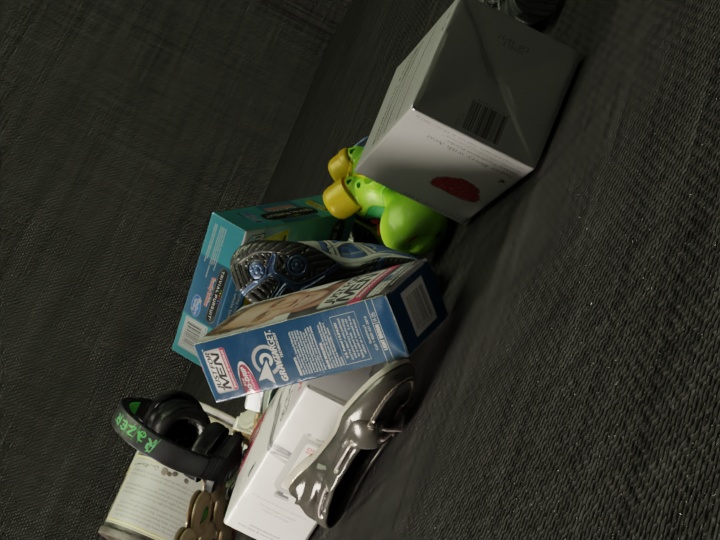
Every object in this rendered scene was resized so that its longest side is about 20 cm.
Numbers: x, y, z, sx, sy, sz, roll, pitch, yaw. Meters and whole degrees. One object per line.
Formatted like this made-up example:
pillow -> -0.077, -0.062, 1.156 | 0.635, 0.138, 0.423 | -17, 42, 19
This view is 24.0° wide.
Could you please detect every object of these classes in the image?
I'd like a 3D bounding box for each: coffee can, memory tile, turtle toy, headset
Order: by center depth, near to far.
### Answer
headset -> -0.171, 0.185, 1.711 | 0.200, 0.123, 0.094 | 17, -77, -52
turtle toy -> 0.045, -0.086, 1.713 | 0.146, 0.101, 0.200 | -36, 21, 20
memory tile -> -0.164, 0.311, 1.829 | 0.153, 0.017, 0.200 | -67, -20, -44
coffee can -> -0.234, 0.280, 2.212 | 0.200, 0.146, 0.146 | -66, 8, -15

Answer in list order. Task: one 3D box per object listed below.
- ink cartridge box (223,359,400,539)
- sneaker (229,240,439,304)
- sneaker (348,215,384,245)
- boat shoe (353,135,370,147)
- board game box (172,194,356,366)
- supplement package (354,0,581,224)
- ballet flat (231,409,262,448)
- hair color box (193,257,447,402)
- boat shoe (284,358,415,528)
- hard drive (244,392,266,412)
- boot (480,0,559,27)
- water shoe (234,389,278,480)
ink cartridge box -> -0.043, 0.149, 1.621 | 0.200, 0.083, 0.147 | -59, 8, 34
sneaker -> -0.024, 0.009, 1.597 | 0.077, 0.200, 0.076 | -51, -31, -78
sneaker -> 0.000, 0.000, 1.839 | 0.076, 0.075, 0.200 | -58, 9, 36
boat shoe -> 0.064, -0.155, 1.961 | 0.200, 0.084, 0.069 | -31, 23, 46
board game box -> -0.094, 0.007, 1.727 | 0.200, 0.047, 0.151 | -14, -53, -56
supplement package -> 0.091, -0.138, 1.511 | 0.120, 0.121, 0.200 | -67, 8, -17
ballet flat -> -0.119, 0.190, 2.042 | 0.071, 0.065, 0.200 | -67, 8, -20
hair color box -> -0.035, 0.052, 1.485 | 0.200, 0.061, 0.100 | -16, 12, 28
boat shoe -> 0.003, 0.152, 1.469 | 0.067, 0.057, 0.200 | -20, -25, -46
hard drive -> -0.085, 0.044, 1.904 | 0.132, 0.026, 0.200 | -53, -23, -67
boot -> 0.174, -0.308, 1.744 | 0.165, 0.066, 0.200 | -64, 3, -10
water shoe -> -0.068, 0.174, 1.834 | 0.079, 0.071, 0.200 | -10, 55, 53
